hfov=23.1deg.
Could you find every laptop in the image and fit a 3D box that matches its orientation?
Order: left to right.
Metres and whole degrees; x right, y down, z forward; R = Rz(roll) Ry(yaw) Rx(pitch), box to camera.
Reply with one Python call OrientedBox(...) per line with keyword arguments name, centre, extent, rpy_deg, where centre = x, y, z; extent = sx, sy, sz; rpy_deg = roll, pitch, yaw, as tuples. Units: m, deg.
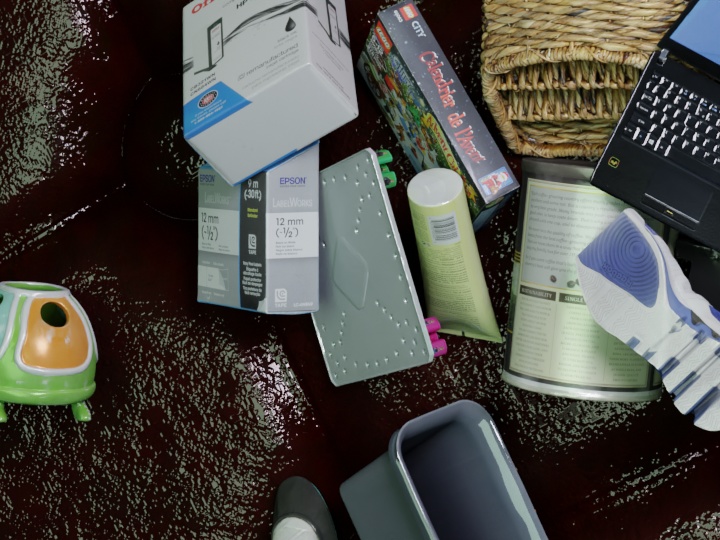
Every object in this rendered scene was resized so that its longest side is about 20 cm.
OrientedBox(name="laptop", centre=(0.316, -0.122, 1.436), extent=(0.177, 0.103, 0.200), rpy_deg=(27, 86, -6))

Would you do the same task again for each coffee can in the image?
OrientedBox(name="coffee can", centre=(0.207, 0.006, 1.571), extent=(0.146, 0.146, 0.200), rpy_deg=(8, 96, 22))

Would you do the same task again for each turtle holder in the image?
OrientedBox(name="turtle holder", centre=(-0.342, 0.078, 1.823), extent=(0.141, 0.186, 0.132), rpy_deg=(3, 96, -10))

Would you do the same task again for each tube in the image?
OrientedBox(name="tube", centre=(0.082, -0.007, 1.630), extent=(0.052, 0.200, 0.058), rpy_deg=(-26, 44, -12))

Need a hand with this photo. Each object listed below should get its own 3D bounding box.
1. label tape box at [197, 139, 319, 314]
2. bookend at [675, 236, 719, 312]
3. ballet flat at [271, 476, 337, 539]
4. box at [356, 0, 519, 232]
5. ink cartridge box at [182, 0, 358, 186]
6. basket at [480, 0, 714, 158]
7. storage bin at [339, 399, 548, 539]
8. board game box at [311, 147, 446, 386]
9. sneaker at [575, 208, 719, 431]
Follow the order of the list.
OrientedBox(name="label tape box", centre=(-0.100, -0.063, 1.703), extent=(0.143, 0.066, 0.200), rpy_deg=(8, 100, 58))
OrientedBox(name="bookend", centre=(0.362, 0.087, 1.542), extent=(0.198, 0.092, 0.200), rpy_deg=(14, 100, 23))
OrientedBox(name="ballet flat", centre=(-0.052, 0.305, 1.741), extent=(0.068, 0.068, 0.200), rpy_deg=(-14, 88, 25))
OrientedBox(name="box", centre=(0.068, -0.136, 1.628), extent=(0.038, 0.137, 0.200), rpy_deg=(-27, 81, -13))
OrientedBox(name="ink cartridge box", centre=(-0.089, -0.199, 1.656), extent=(0.146, 0.084, 0.200), rpy_deg=(-29, 42, 20))
OrientedBox(name="basket", centre=(0.208, -0.172, 1.561), extent=(0.200, 0.143, 0.149), rpy_deg=(4, 94, 22))
OrientedBox(name="storage bin", centre=(0.079, 0.240, 1.658), extent=(0.134, 0.145, 0.200), rpy_deg=(-32, 79, 48))
OrientedBox(name="board game box", centre=(0.000, 0.000, 1.662), extent=(0.200, 0.026, 0.200), rpy_deg=(-21, 85, 61))
OrientedBox(name="sneaker", centre=(0.266, 0.049, 1.474), extent=(0.081, 0.115, 0.200), rpy_deg=(-41, 70, 18))
